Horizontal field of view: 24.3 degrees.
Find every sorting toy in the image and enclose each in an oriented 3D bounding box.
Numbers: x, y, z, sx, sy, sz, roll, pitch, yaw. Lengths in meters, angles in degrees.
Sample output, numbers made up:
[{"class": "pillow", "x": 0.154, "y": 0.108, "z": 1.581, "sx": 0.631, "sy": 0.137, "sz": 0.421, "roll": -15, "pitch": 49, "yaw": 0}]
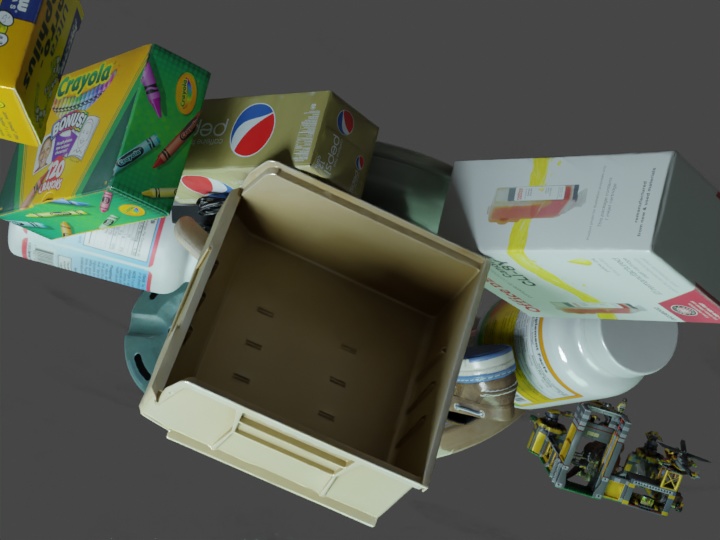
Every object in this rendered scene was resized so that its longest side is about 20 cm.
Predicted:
[{"class": "sorting toy", "x": -0.060, "y": 0.037, "z": 1.383, "sx": 0.185, "sy": 0.036, "sz": 0.200, "roll": 43, "pitch": 177, "yaw": 17}]

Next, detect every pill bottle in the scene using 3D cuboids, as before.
[{"class": "pill bottle", "x": -0.210, "y": -0.042, "z": 1.518, "sx": 0.199, "sy": 0.109, "sz": 0.109, "roll": 16, "pitch": 164, "yaw": -3}, {"class": "pill bottle", "x": 0.195, "y": 0.062, "z": 1.504, "sx": 0.111, "sy": 0.111, "sz": 0.200, "roll": 21, "pitch": 163, "yaw": -21}]

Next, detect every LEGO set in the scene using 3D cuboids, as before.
[{"class": "LEGO set", "x": 0.298, "y": 0.195, "z": 1.940, "sx": 0.199, "sy": 0.116, "sz": 0.154, "roll": 19, "pitch": -166, "yaw": -3}]

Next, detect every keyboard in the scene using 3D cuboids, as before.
[{"class": "keyboard", "x": -0.068, "y": -0.038, "z": 1.347, "sx": 0.199, "sy": 0.021, "sz": 0.127, "roll": 2, "pitch": 168, "yaw": 32}]

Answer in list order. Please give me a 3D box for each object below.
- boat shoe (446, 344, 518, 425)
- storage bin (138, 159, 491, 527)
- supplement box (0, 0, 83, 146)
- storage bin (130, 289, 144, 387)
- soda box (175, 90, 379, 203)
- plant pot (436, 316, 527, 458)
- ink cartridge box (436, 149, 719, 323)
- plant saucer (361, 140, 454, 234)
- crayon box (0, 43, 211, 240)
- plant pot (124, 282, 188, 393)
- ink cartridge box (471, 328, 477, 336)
[{"class": "boat shoe", "x": 0.081, "y": 0.109, "z": 1.542, "sx": 0.072, "sy": 0.073, "sz": 0.200, "roll": -13, "pitch": -177, "yaw": -20}, {"class": "storage bin", "x": -0.032, "y": 0.050, "z": 1.216, "sx": 0.198, "sy": 0.200, "sz": 0.094, "roll": 25, "pitch": 146, "yaw": -9}, {"class": "supplement box", "x": -0.307, "y": -0.174, "z": 1.150, "sx": 0.199, "sy": 0.109, "sz": 0.110, "roll": 14, "pitch": 164, "yaw": 3}, {"class": "storage bin", "x": -0.151, "y": 0.102, "z": 1.933, "sx": 0.134, "sy": 0.146, "sz": 0.200, "roll": -9, "pitch": 154, "yaw": 33}, {"class": "soda box", "x": -0.086, "y": -0.094, "z": 1.310, "sx": 0.199, "sy": 0.064, "sz": 0.068, "roll": 2, "pitch": 160, "yaw": 40}, {"class": "plant pot", "x": 0.079, "y": 0.102, "z": 1.701, "sx": 0.200, "sy": 0.201, "sz": 0.093, "roll": -2, "pitch": 118, "yaw": 46}, {"class": "ink cartridge box", "x": 0.179, "y": -0.022, "z": 1.277, "sx": 0.200, "sy": 0.084, "sz": 0.145, "roll": 1, "pitch": 159, "yaw": 42}, {"class": "plant saucer", "x": 0.014, "y": -0.051, "z": 1.392, "sx": 0.199, "sy": 0.050, "sz": 0.200, "roll": 14, "pitch": 165, "yaw": 4}, {"class": "crayon box", "x": -0.204, "y": -0.097, "z": 1.306, "sx": 0.058, "sy": 0.119, "sz": 0.200, "roll": 25, "pitch": 161, "yaw": -32}, {"class": "plant pot", "x": -0.129, "y": 0.089, "z": 1.709, "sx": 0.200, "sy": 0.201, "sz": 0.196, "roll": 6, "pitch": 164, "yaw": 29}, {"class": "ink cartridge box", "x": 0.000, "y": 0.063, "z": 1.589, "sx": 0.176, "sy": 0.045, "sz": 0.200, "roll": -10, "pitch": -178, "yaw": 33}]
